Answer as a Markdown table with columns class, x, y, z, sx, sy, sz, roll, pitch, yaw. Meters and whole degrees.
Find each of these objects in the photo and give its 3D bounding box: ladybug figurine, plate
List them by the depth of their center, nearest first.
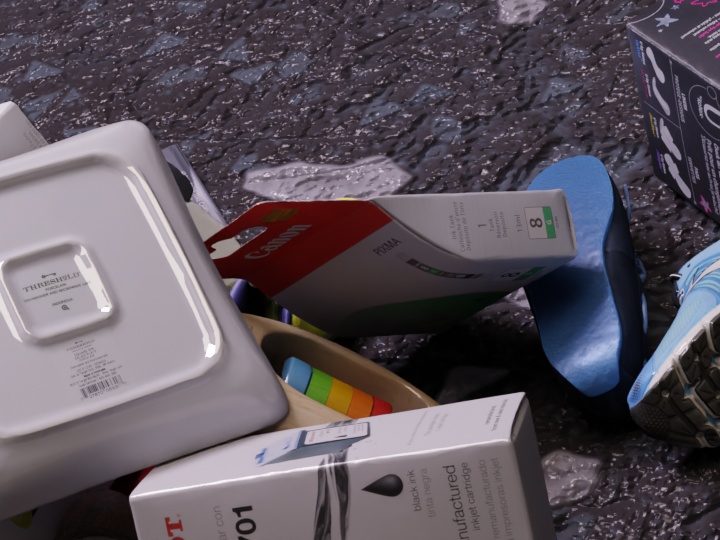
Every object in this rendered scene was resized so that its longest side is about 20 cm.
| class | x | y | z | sx | sy | sz | roll | pitch | yaw |
| --- | --- | --- | --- | --- | --- | --- | --- | --- | --- |
| plate | -0.160 | 0.017 | 1.174 | 0.199 | 0.032 | 0.200 | -18 | 66 | -26 |
| ladybug figurine | -0.026 | 0.091 | 1.258 | 0.200 | 0.072 | 0.136 | 27 | 20 | -5 |

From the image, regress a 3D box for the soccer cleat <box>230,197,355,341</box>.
| class | x | y | z | sx | sy | sz | roll | pitch | yaw |
| --- | --- | --- | --- | --- | --- | --- | --- | --- | --- |
| soccer cleat | -0.038 | 0.011 | 1.412 | 0.065 | 0.084 | 0.200 | 2 | 41 | 27 |

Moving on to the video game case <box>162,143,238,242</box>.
| class | x | y | z | sx | sy | sz | roll | pitch | yaw |
| --- | --- | --- | --- | --- | --- | --- | --- | --- | --- |
| video game case | -0.196 | -0.010 | 1.564 | 0.200 | 0.019 | 0.143 | -26 | 37 | -7 |

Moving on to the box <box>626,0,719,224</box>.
| class | x | y | z | sx | sy | sz | roll | pitch | yaw |
| --- | --- | --- | --- | --- | --- | --- | --- | --- | --- |
| box | 0.286 | -0.127 | 1.406 | 0.200 | 0.132 | 0.115 | -30 | 42 | -14 |

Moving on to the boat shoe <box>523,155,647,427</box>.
| class | x | y | z | sx | sy | sz | roll | pitch | yaw |
| --- | --- | --- | --- | --- | --- | --- | --- | --- | --- |
| boat shoe | 0.132 | 0.015 | 1.351 | 0.084 | 0.069 | 0.200 | -19 | 40 | 22 |

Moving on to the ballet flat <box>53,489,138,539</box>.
| class | x | y | z | sx | sy | sz | roll | pitch | yaw |
| --- | --- | --- | --- | --- | --- | --- | --- | --- | --- |
| ballet flat | -0.135 | 0.197 | 1.177 | 0.068 | 0.067 | 0.200 | -11 | 60 | 4 |

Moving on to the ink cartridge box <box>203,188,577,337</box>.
| class | x | y | z | sx | sy | sz | roll | pitch | yaw |
| --- | --- | --- | --- | --- | --- | --- | --- | --- | --- |
| ink cartridge box | 0.000 | 0.000 | 1.299 | 0.200 | 0.050 | 0.161 | -5 | -14 | -30 |

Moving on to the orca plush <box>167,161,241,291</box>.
| class | x | y | z | sx | sy | sz | roll | pitch | yaw |
| --- | --- | --- | --- | --- | --- | --- | --- | --- | --- |
| orca plush | -0.173 | -0.017 | 1.464 | 0.200 | 0.106 | 0.071 | 1 | -12 | -36 |

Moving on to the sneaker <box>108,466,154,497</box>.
| class | x | y | z | sx | sy | sz | roll | pitch | yaw |
| --- | --- | --- | --- | --- | --- | --- | --- | --- | --- |
| sneaker | -0.081 | 0.134 | 1.286 | 0.200 | 0.071 | 0.113 | 8 | 48 | 35 |

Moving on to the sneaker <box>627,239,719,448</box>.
| class | x | y | z | sx | sy | sz | roll | pitch | yaw |
| --- | --- | --- | --- | --- | --- | --- | --- | --- | --- |
| sneaker | 0.213 | 0.033 | 1.304 | 0.090 | 0.079 | 0.200 | -3 | 32 | 49 |

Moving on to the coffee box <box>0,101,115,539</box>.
| class | x | y | z | sx | sy | sz | roll | pitch | yaw |
| --- | --- | --- | --- | --- | --- | --- | --- | --- | --- |
| coffee box | -0.254 | 0.053 | 1.307 | 0.200 | 0.200 | 0.198 | -9 | 36 | 46 |

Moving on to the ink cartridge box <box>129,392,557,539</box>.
| class | x | y | z | sx | sy | sz | roll | pitch | yaw |
| --- | --- | --- | --- | --- | --- | --- | --- | --- | --- |
| ink cartridge box | -0.001 | 0.156 | 1.147 | 0.199 | 0.147 | 0.086 | -10 | 11 | 11 |
